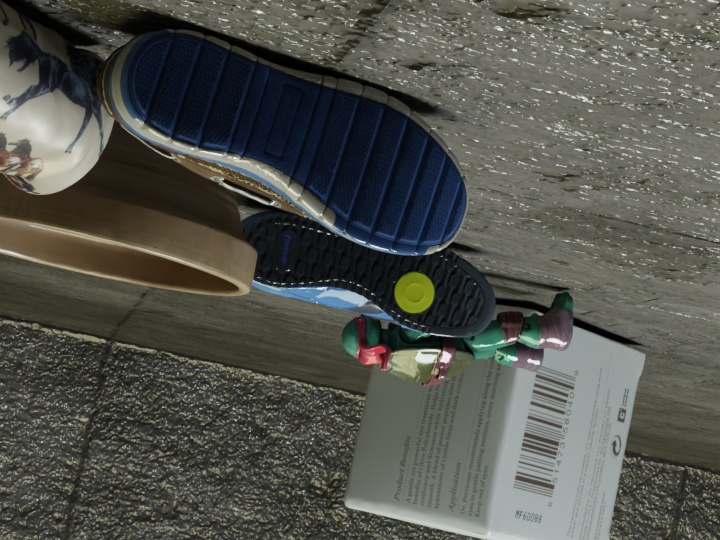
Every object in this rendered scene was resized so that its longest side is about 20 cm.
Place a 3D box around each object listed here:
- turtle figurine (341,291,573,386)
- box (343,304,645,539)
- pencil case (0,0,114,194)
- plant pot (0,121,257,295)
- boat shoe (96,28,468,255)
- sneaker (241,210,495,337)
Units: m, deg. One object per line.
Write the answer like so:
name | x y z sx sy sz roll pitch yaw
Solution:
turtle figurine | 0.058 0.041 1.476 0.199 0.101 0.150 6 177 -17
box | 0.122 0.140 1.692 0.171 0.200 0.200 6 171 40
pencil case | -0.196 -0.094 0.891 0.089 0.078 0.200 -15 162 24
plant pot | -0.152 -0.051 1.094 0.200 0.093 0.201 11 172 2
boat shoe | -0.037 -0.066 0.934 0.200 0.072 0.072 26 171 -26
sneaker | 0.000 0.000 1.375 0.199 0.066 0.078 14 179 -9
